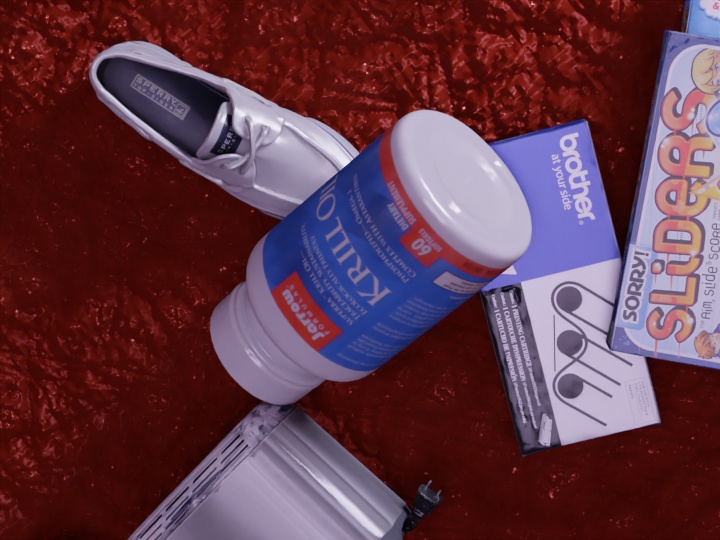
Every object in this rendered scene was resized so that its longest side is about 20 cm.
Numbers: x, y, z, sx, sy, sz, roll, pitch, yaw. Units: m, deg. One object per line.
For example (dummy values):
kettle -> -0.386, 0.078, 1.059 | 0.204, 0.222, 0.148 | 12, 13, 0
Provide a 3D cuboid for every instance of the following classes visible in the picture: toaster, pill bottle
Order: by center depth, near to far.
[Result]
pill bottle -> 0.000, 0.000, 1.139 | 0.112, 0.112, 0.200 | 49, 121, -1
toaster -> -0.060, 0.172, 1.187 | 0.129, 0.114, 0.200 | 44, 102, 1

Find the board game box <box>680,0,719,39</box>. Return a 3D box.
board game box -> 0.271, -0.098, 1.158 | 0.151, 0.037, 0.200 | 8, 98, 4

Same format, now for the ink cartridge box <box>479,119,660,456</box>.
ink cartridge box -> 0.124, 0.011, 1.182 | 0.094, 0.044, 0.200 | -14, 95, 6

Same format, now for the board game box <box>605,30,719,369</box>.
board game box -> 0.236, -0.038, 1.131 | 0.135, 0.034, 0.200 | 9, 97, 2

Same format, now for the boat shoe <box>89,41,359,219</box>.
boat shoe -> -0.086, -0.084, 1.181 | 0.200, 0.065, 0.074 | 24, 98, 2
